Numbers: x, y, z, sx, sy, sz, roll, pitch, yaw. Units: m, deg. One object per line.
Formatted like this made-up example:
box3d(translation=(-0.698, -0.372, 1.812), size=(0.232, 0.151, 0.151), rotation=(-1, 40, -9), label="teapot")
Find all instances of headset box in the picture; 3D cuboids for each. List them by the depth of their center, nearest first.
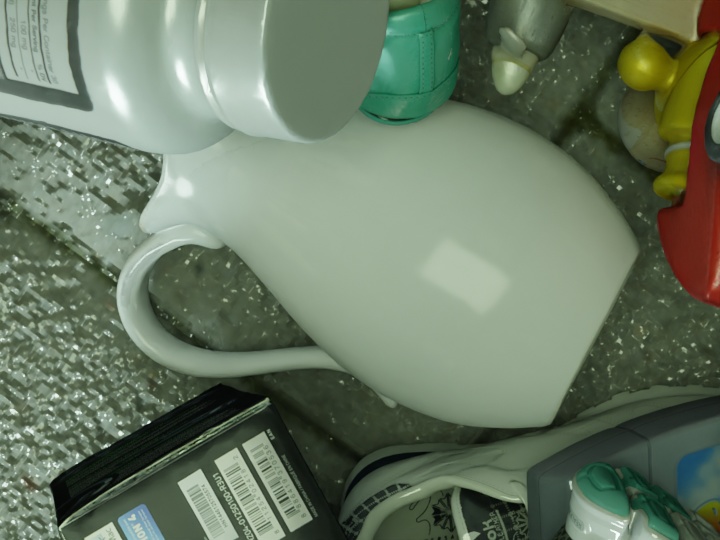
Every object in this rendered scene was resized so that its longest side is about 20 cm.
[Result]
box3d(translation=(-0.045, 0.143, 0.815), size=(0.092, 0.200, 0.175), rotation=(-29, 94, -9), label="headset box")

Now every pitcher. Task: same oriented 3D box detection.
box3d(translation=(0.000, 0.000, 0.841), size=(0.199, 0.121, 0.173), rotation=(28, 123, 8), label="pitcher")

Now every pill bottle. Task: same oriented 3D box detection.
box3d(translation=(-0.094, -0.104, 0.742), size=(0.199, 0.110, 0.112), rotation=(14, 98, 29), label="pill bottle")

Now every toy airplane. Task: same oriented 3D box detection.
box3d(translation=(0.146, -0.094, 0.809), size=(0.198, 0.141, 0.201), rotation=(-33, 83, -32), label="toy airplane")

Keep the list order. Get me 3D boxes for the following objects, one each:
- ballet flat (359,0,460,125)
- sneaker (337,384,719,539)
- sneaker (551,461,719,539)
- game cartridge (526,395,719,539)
box3d(translation=(-0.016, -0.148, 0.799), size=(0.067, 0.071, 0.201), rotation=(-19, 58, -24), label="ballet flat")
box3d(translation=(0.087, 0.099, 0.852), size=(0.198, 0.081, 0.077), rotation=(-14, 92, 2), label="sneaker")
box3d(translation=(0.136, 0.156, 0.778), size=(0.199, 0.078, 0.091), rotation=(36, 99, -17), label="sneaker")
box3d(translation=(0.164, 0.117, 0.830), size=(0.198, 0.040, 0.135), rotation=(-7, 95, -20), label="game cartridge")
